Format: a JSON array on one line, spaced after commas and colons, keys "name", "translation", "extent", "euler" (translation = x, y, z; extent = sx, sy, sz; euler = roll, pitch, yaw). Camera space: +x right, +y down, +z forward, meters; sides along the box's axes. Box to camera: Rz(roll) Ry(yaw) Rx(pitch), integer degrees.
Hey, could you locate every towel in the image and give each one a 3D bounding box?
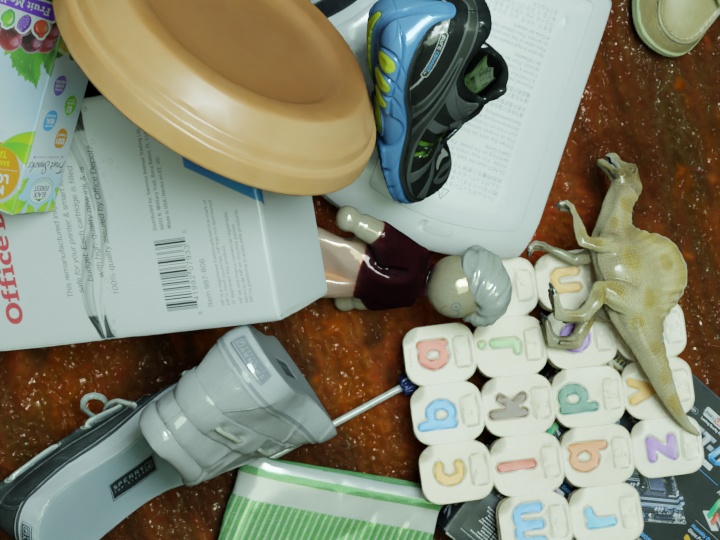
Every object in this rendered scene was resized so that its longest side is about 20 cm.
[{"name": "towel", "translation": [-0.034, 0.232, 1.245], "extent": [0.152, 0.023, 0.201], "euler": [12, 95, -14]}]

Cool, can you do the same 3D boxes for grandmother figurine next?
[{"name": "grandmother figurine", "translation": [0.000, 0.000, 1.190], "extent": [0.199, 0.121, 0.061], "euler": [9, 73, 1]}]

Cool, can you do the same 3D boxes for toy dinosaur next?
[{"name": "toy dinosaur", "translation": [0.172, 0.019, 1.216], "extent": [0.101, 0.058, 0.201], "euler": [-12, 84, -7]}]

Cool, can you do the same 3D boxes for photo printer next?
[{"name": "photo printer", "translation": [0.063, -0.113, 1.220], "extent": [0.166, 0.069, 0.201], "euler": [18, 91, -16]}]

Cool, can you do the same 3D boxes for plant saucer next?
[{"name": "plant saucer", "translation": [-0.073, -0.123, 1.011], "extent": [0.199, 0.201, 0.038], "euler": [26, 122, -17]}]

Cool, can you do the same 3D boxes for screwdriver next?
[{"name": "screwdriver", "translation": [0.014, 0.088, 1.247], "extent": [0.199, 0.029, 0.028], "euler": [-28, 102, -13]}]

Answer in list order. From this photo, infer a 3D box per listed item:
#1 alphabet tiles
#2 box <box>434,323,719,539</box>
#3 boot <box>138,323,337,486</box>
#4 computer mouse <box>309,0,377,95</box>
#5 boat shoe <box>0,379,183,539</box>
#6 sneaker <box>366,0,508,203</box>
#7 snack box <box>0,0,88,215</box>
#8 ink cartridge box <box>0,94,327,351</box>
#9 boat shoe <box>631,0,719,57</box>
[{"name": "alphabet tiles", "translation": [0.130, 0.089, 1.240], "extent": [0.194, 0.015, 0.201], "euler": [-7, 84, -6]}, {"name": "box", "translation": [0.183, 0.161, 1.290], "extent": [0.200, 0.050, 0.199], "euler": [40, 83, -14]}, {"name": "boot", "translation": [-0.080, 0.091, 1.150], "extent": [0.095, 0.200, 0.074], "euler": [-35, 71, 1]}, {"name": "computer mouse", "translation": [-0.050, -0.120, 1.141], "extent": [0.199, 0.044, 0.110], "euler": [-23, 122, 26]}, {"name": "boat shoe", "translation": [-0.151, 0.115, 1.177], "extent": [0.199, 0.068, 0.074], "euler": [-37, 132, -33]}, {"name": "sneaker", "translation": [0.047, -0.098, 1.083], "extent": [0.082, 0.200, 0.071], "euler": [-9, 66, -3]}, {"name": "snack box", "translation": [-0.258, -0.131, 1.076], "extent": [0.199, 0.053, 0.143], "euler": [20, 101, 17]}, {"name": "ink cartridge box", "translation": [-0.135, -0.037, 1.114], "extent": [0.199, 0.084, 0.145], "euler": [-7, 97, 21]}, {"name": "boat shoe", "translation": [0.253, -0.243, 1.266], "extent": [0.073, 0.063, 0.201], "euler": [31, 86, -16]}]
